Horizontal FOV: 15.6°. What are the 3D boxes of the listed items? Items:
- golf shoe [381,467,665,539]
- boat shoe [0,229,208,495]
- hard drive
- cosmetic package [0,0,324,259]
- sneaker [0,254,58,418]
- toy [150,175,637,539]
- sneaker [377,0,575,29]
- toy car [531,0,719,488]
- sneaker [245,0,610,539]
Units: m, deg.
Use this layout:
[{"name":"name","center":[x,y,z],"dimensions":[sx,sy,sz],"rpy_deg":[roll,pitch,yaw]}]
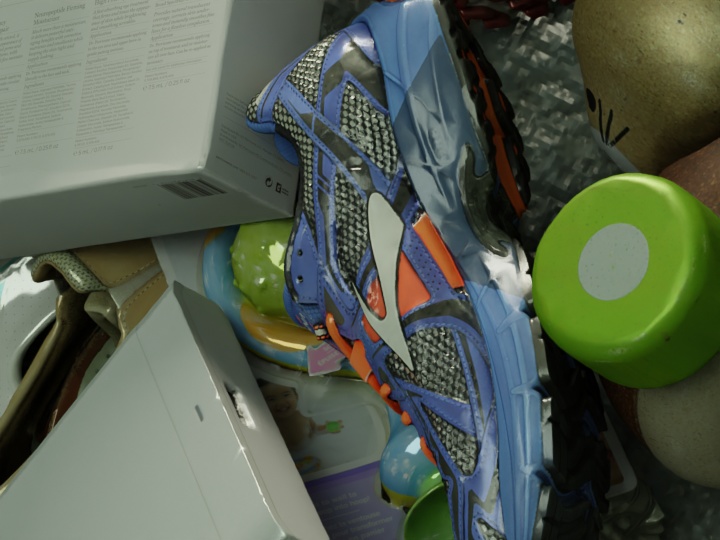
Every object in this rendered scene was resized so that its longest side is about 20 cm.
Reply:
[{"name":"golf shoe","center":[0.001,0.088,0.866],"dimensions":[0.199,0.078,0.098],"rpy_deg":[-24,60,21]},{"name":"boat shoe","center":[-0.078,0.010,0.907],"dimensions":[0.071,0.076,0.201],"rpy_deg":[-1,61,49]},{"name":"hard drive","center":[-0.094,0.115,0.800],"dimensions":[0.200,0.026,0.132],"rpy_deg":[-50,34,15]},{"name":"cosmetic package","center":[-0.105,-0.051,0.875],"dimensions":[0.199,0.051,0.083],"rpy_deg":[-6,69,39]},{"name":"sneaker","center":[-0.113,-0.028,0.969],"dimensions":[0.080,0.070,0.202],"rpy_deg":[21,94,26]},{"name":"toy","center":[0.000,0.000,0.841],"dimensions":[0.114,0.047,0.201],"rpy_deg":[-16,53,-10]},{"name":"sneaker","center":[0.077,-0.162,0.895],"dimensions":[0.200,0.078,0.082],"rpy_deg":[-43,56,2]},{"name":"toy car","center":[0.101,-0.046,0.800],"dimensions":[0.158,0.164,0.200],"rpy_deg":[-49,49,8]},{"name":"sneaker","center":[0.019,0.014,0.770],"dimensions":[0.078,0.075,0.201],"rpy_deg":[-21,62,14]}]
